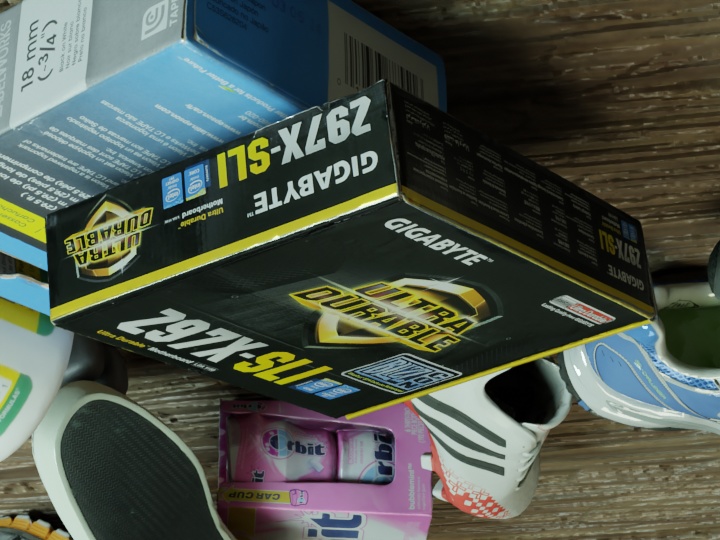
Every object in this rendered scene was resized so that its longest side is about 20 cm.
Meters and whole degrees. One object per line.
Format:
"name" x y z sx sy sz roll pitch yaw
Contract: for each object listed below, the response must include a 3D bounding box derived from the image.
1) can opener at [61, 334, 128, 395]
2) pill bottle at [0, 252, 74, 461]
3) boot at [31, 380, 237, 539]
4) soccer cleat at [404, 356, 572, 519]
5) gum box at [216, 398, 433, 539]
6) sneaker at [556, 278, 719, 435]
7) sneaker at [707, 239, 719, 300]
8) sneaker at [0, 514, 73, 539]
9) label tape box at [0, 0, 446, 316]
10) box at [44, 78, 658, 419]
"can opener" -0.216 0.064 1.118 0.199 0.067 0.053 -22 147 12
"pill bottle" -0.228 0.006 0.928 0.112 0.114 0.199 -23 144 38
"boot" -0.128 0.125 1.131 0.144 0.072 0.200 16 147 51
"soccer cleat" 0.070 0.073 1.097 0.085 0.069 0.200 5 151 24
"gum box" -0.024 0.136 1.219 0.112 0.067 0.200 2 152 -4
"sneaker" 0.197 0.049 1.041 0.198 0.076 0.077 7 156 -15
"sneaker" 0.242 0.009 0.988 0.199 0.081 0.086 24 157 -23
"sneaker" -0.162 0.208 1.293 0.199 0.078 0.078 22 160 30
"label tape box" -0.086 -0.052 0.869 0.199 0.064 0.144 -22 146 36
"box" 0.000 0.000 0.854 0.159 0.050 0.200 -17 157 29
